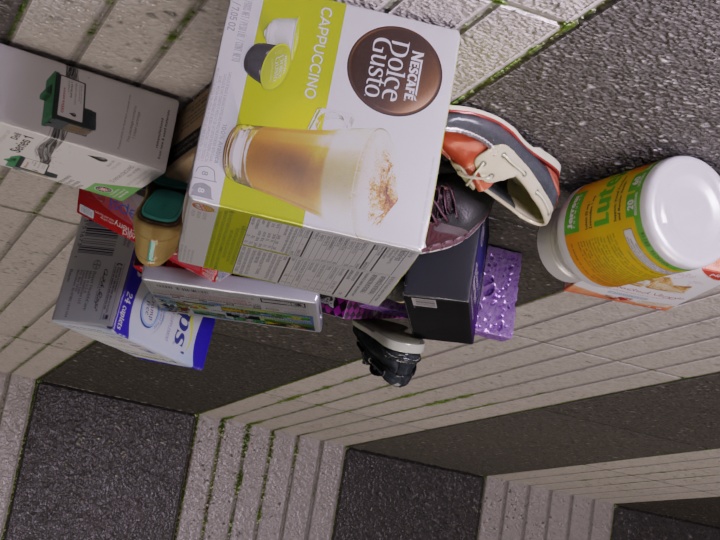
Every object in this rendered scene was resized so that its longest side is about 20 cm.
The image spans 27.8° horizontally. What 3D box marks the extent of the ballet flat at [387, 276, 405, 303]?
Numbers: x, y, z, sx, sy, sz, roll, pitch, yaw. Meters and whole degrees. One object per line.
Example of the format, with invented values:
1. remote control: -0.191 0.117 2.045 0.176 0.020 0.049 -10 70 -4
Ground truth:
1. ballet flat: 0.000 0.000 1.625 0.066 0.057 0.200 41 -175 33

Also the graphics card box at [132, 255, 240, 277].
1. graphics card box: -0.156 -0.048 1.684 0.200 0.126 0.051 5 159 20

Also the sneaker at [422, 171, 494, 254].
1. sneaker: 0.064 -0.053 1.480 0.200 0.076 0.116 -25 178 -17

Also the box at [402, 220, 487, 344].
1. box: 0.100 -0.009 1.646 0.079 0.141 0.200 5 165 7

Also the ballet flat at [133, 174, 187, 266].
1. ballet flat: -0.199 -0.065 1.521 0.069 0.063 0.200 14 -153 4

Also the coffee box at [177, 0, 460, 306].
1. coffee box: -0.039 -0.103 1.259 0.198 0.200 0.200 13 164 -6

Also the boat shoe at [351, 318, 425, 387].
1. boat shoe: 0.031 0.101 1.794 0.074 0.066 0.199 7 -173 -19

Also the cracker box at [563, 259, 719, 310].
1. cracker box: 0.330 -0.009 1.667 0.134 0.058 0.200 11 165 -9

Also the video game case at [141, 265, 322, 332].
1. video game case: -0.145 0.034 1.700 0.200 0.022 0.182 7 167 1

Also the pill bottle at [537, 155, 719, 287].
1. pill bottle: 0.270 -0.042 1.474 0.111 0.111 0.200 17 163 -26

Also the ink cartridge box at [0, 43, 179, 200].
1. ink cartridge box: -0.307 -0.148 1.481 0.200 0.084 0.146 15 164 -24

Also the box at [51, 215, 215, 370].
1. box: -0.270 0.010 1.843 0.105 0.184 0.200 7 166 30

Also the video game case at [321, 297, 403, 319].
1. video game case: -0.050 0.021 1.868 0.181 0.036 0.200 19 -173 26

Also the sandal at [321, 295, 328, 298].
1. sandal: -0.025 -0.033 1.687 0.080 0.057 0.201 14 128 -45

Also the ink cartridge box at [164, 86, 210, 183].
1. ink cartridge box: -0.077 -0.120 1.471 0.200 0.075 0.165 14 163 -22

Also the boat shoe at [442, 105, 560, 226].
1. boat shoe: 0.128 -0.104 1.428 0.071 0.063 0.200 -2 160 43

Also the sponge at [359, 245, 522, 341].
1. sponge: 0.099 0.011 1.777 0.200 0.112 0.030 14 166 -20

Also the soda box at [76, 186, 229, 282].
1. soda box: -0.216 -0.062 1.619 0.200 0.063 0.070 27 -147 21
